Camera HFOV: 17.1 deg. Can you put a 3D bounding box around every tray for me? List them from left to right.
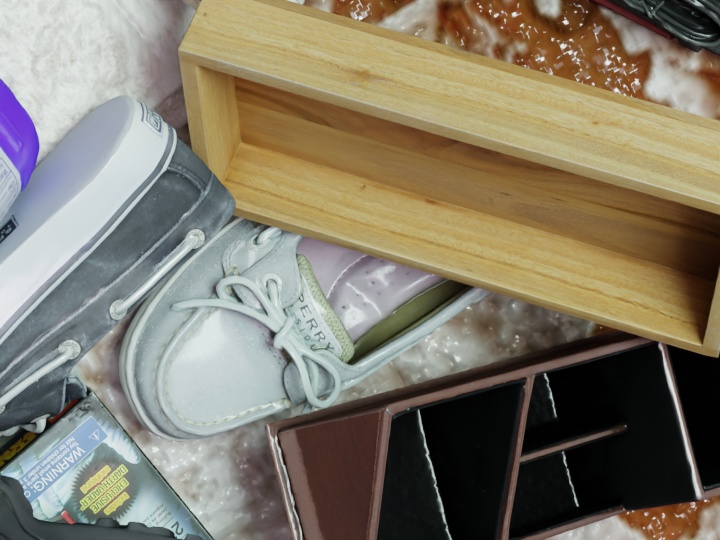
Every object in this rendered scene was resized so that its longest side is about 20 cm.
[{"bbox_3d":[0.038,-0.035,0.839,0.199,0.099,0.037,16,61,10],"label":"tray"}]

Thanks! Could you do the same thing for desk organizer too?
[{"bbox_3d":[0.073,0.066,0.898,0.199,0.077,0.072,-13,88,-35],"label":"desk organizer"}]

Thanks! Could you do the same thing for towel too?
[{"bbox_3d":[-0.121,-0.132,0.870,0.133,0.034,0.200,-45,107,-9],"label":"towel"}]

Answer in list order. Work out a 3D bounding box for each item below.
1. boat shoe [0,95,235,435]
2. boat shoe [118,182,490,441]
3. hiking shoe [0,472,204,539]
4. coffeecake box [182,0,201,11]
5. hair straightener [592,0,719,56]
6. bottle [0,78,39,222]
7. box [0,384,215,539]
[{"bbox_3d":[-0.128,0.028,0.861,0.200,0.072,0.068,-46,115,2],"label":"boat shoe"},{"bbox_3d":[0.001,0.001,0.910,0.201,0.065,0.075,-27,104,-13],"label":"boat shoe"},{"bbox_3d":[-0.101,0.136,0.829,0.199,0.076,0.101,22,65,-21],"label":"hiking shoe"},{"bbox_3d":[0.001,-0.188,0.792,0.073,0.200,0.154,36,64,-20],"label":"coffeecake box"},{"bbox_3d":[0.092,-0.112,0.919,0.200,0.077,0.041,30,85,-19],"label":"hair straightener"},{"bbox_3d":[-0.186,0.013,0.805,0.065,0.083,0.200,57,49,-39],"label":"bottle"},{"bbox_3d":[-0.138,0.157,0.897,0.200,0.040,0.137,-41,108,-10],"label":"box"}]
